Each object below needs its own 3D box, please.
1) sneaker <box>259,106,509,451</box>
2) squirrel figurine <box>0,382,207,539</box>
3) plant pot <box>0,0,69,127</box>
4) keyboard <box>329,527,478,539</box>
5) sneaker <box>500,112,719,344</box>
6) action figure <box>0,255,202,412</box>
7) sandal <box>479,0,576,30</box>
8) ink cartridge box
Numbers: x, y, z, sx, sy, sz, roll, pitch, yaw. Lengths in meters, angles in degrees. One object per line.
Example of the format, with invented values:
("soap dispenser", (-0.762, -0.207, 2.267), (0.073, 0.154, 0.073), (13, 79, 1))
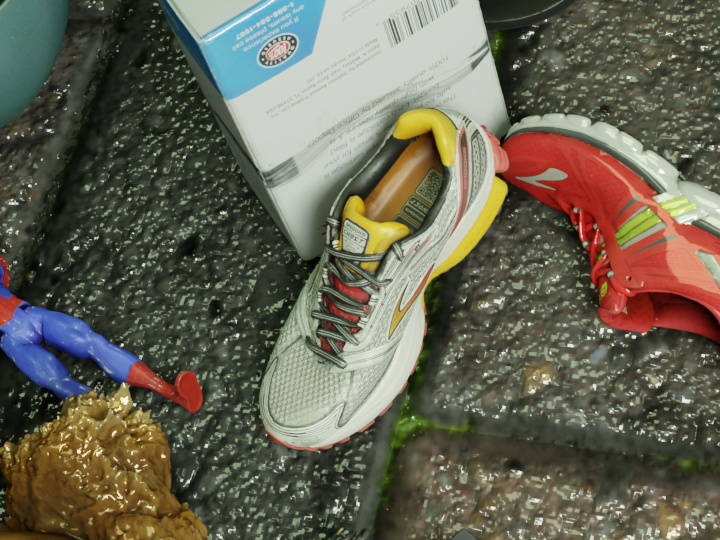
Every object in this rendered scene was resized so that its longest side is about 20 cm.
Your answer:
("sneaker", (0.000, 0.000, 0.874), (0.078, 0.082, 0.200), (26, 88, 27))
("squirrel figurine", (-0.176, 0.149, 0.831), (0.200, 0.142, 0.187), (-34, 46, -23))
("plant pot", (-0.260, -0.155, 1.012), (0.200, 0.135, 0.200), (-6, 58, 10))
("keyboard", (-0.018, 0.196, 0.791), (0.200, 0.021, 0.127), (-41, 47, -7))
("sneaker", (0.142, -0.013, 0.869), (0.200, 0.077, 0.085), (34, 79, 29))
("action figure", (-0.187, 0.024, 0.914), (0.200, 0.099, 0.065), (26, 67, 28))
("sandal", (0.051, -0.181, 1.005), (0.200, 0.045, 0.075), (-10, 58, 8))
("ink cartridge box", (-0.013, -0.119, 0.893), (0.145, 0.200, 0.084), (-33, 56, -7))
